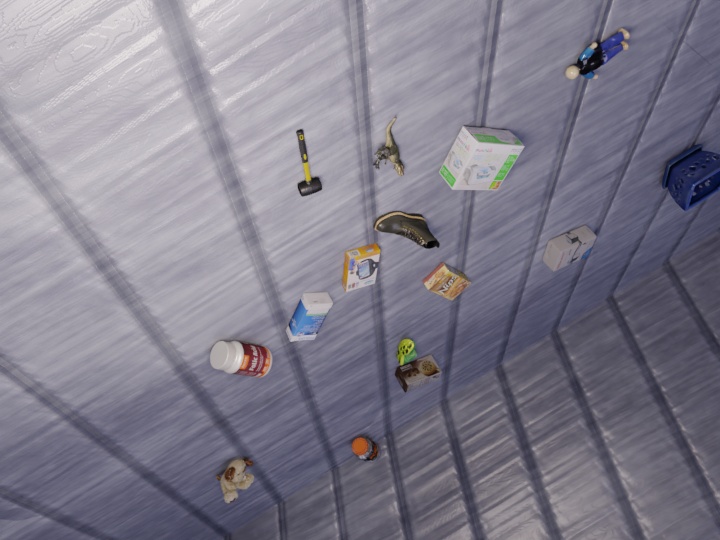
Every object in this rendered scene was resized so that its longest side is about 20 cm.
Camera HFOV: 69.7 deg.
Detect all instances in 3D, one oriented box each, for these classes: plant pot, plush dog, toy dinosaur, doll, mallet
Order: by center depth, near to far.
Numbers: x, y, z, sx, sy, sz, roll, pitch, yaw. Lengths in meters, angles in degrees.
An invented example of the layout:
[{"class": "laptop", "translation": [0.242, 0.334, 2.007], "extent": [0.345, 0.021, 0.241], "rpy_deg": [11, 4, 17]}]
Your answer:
[{"class": "mallet", "translation": [-0.137, -0.286, 1.377], "extent": [0.066, 0.041, 0.200], "rpy_deg": [-16, 138, -19]}, {"class": "toy dinosaur", "translation": [0.077, -0.335, 1.464], "extent": [0.088, 0.047, 0.200], "rpy_deg": [-39, 146, -15]}, {"class": "doll", "translation": [0.711, -0.638, 1.560], "extent": [0.200, 0.048, 0.136], "rpy_deg": [-32, 144, 0]}, {"class": "plant pot", "translation": [1.450, -0.415, 2.256], "extent": [0.200, 0.180, 0.200], "rpy_deg": [-32, 145, 2]}, {"class": "plush dog", "translation": [-0.611, 0.988, 2.503], "extent": [0.200, 0.160, 0.172], "rpy_deg": [-22, 139, -64]}]

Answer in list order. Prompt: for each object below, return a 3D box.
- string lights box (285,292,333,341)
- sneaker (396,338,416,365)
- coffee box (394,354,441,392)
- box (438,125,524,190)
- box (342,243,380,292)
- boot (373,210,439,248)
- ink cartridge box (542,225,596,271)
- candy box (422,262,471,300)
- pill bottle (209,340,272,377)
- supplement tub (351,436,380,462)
[{"class": "string lights box", "translation": [-0.186, 0.169, 1.864], "extent": [0.103, 0.059, 0.200], "rpy_deg": [0, 134, -35]}, {"class": "sneaker", "translation": [0.222, 0.369, 2.397], "extent": [0.083, 0.074, 0.200], "rpy_deg": [-14, 150, -19]}, {"class": "coffee box", "translation": [0.287, 0.513, 2.579], "extent": [0.200, 0.113, 0.080], "rpy_deg": [-16, 142, -19]}, {"class": "box", "translation": [0.378, -0.351, 1.624], "extent": [0.200, 0.097, 0.177], "rpy_deg": [-4, 139, -32]}, {"class": "box", "translation": [0.000, 0.000, 1.815], "extent": [0.119, 0.041, 0.200], "rpy_deg": [-16, 140, -20]}, {"class": "boot", "translation": [0.156, -0.125, 1.693], "extent": [0.200, 0.138, 0.078], "rpy_deg": [-8, 139, -28]}, {"class": "ink cartridge box", "translation": [0.948, -0.100, 2.350], "extent": [0.200, 0.086, 0.147], "rpy_deg": [-23, 144, -14]}, {"class": "candy box", "translation": [0.356, 0.048, 2.118], "extent": [0.115, 0.055, 0.200], "rpy_deg": [-45, 143, 18]}, {"class": "pill bottle", "translation": [-0.418, 0.310, 1.816], "extent": [0.114, 0.114, 0.200], "rpy_deg": [-45, 143, 18]}, {"class": "supplement tub", "translation": [0.030, 1.045, 3.022], "extent": [0.122, 0.123, 0.200], "rpy_deg": [-34, 145, 4]}]
